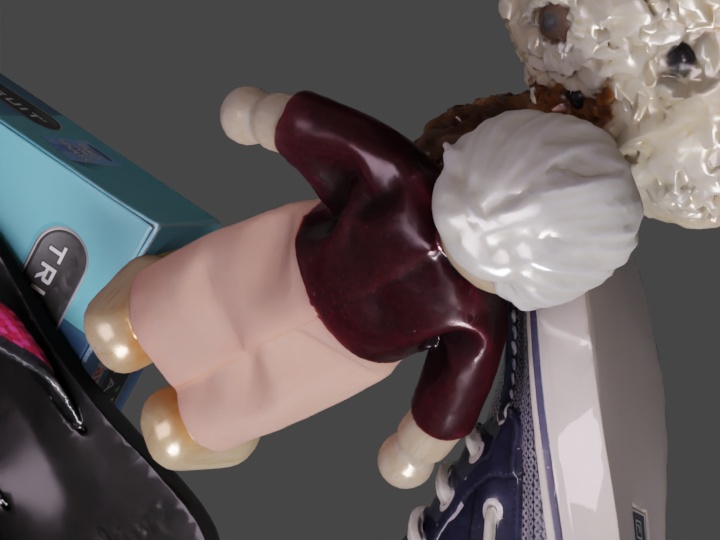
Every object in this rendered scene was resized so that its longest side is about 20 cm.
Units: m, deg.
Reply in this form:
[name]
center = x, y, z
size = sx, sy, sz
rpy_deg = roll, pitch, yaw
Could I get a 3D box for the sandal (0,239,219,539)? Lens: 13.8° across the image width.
[sandal]
center = -0.123, 0.036, 0.915
size = 0.200, 0.045, 0.075
rpy_deg = 44, 108, 16

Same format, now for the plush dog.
[plush dog]
center = 0.079, -0.095, 0.818
size = 0.200, 0.160, 0.172
rpy_deg = -19, 83, 49

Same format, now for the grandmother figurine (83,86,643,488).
[grandmother figurine]
center = 0.000, 0.000, 0.834
size = 0.200, 0.061, 0.121
rpy_deg = -20, 109, 49

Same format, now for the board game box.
[board game box]
center = -0.165, -0.003, 0.983
size = 0.200, 0.047, 0.151
rpy_deg = 34, 105, 19

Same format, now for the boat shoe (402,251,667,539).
[boat shoe]
center = 0.038, 0.072, 0.861
size = 0.093, 0.075, 0.200
rpy_deg = -11, 67, 21
